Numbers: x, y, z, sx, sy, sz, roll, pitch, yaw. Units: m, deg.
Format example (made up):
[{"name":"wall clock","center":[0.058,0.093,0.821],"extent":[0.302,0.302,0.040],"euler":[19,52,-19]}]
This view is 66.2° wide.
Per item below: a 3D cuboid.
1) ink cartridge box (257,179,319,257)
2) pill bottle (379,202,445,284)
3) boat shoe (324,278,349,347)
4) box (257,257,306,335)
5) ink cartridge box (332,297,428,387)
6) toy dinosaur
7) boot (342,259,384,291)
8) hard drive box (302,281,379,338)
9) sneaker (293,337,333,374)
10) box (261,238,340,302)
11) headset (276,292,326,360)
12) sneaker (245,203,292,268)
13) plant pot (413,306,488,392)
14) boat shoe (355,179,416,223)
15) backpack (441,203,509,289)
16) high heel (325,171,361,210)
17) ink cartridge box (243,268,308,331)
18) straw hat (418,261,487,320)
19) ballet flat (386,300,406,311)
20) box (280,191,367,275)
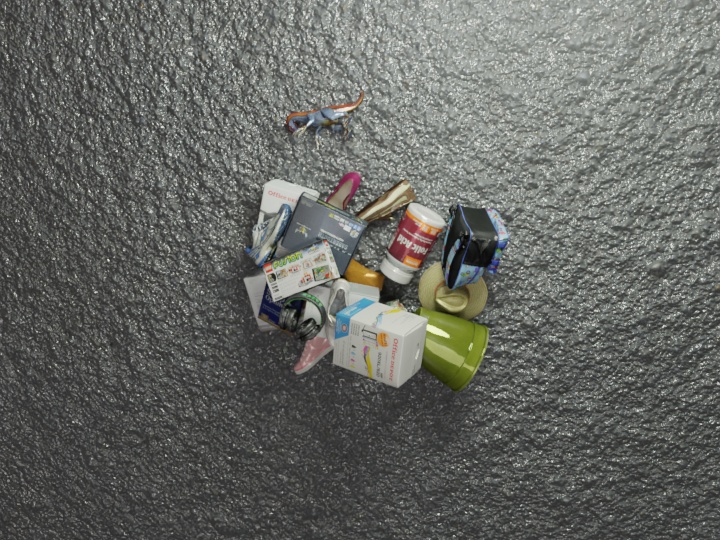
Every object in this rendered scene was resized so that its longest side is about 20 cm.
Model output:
[{"name":"ink cartridge box","center":[-0.213,-0.141,1.580],"extent":[0.143,0.084,0.202],"euler":[17,110,6]},{"name":"pill bottle","center":[0.138,-0.071,1.514],"extent":[0.113,0.114,0.202],"euler":[28,111,1]},{"name":"boat shoe","center":[-0.064,0.126,1.491],"extent":[0.070,0.069,0.203],"euler":[2,109,-1]},{"name":"box","center":[-0.218,0.076,1.572],"extent":[0.120,0.032,0.202],"euler":[26,117,13]},{"name":"ink cartridge box","center":[0.051,0.183,1.428],"extent":[0.198,0.144,0.149],"euler":[15,111,28]},{"name":"toy dinosaur","center":[-0.107,-0.407,1.498],"extent":[0.180,0.105,0.202],"euler":[24,74,16]},{"name":"boot","center":[0.000,0.001,1.598],"extent":[0.142,0.071,0.204],"euler":[5,112,4]},{"name":"hard drive box","center":[-0.057,0.115,1.564],"extent":[0.197,0.077,0.158],"euler":[12,109,-2]},{"name":"sneaker","center":[-0.149,0.223,1.690],"extent":[0.200,0.075,0.105],"euler":[-40,101,13]},{"name":"box","center":[-0.163,0.001,1.489],"extent":[0.198,0.035,0.111],"euler":[-20,86,21]},{"name":"headset","center":[-0.173,0.154,1.492],"extent":[0.123,0.094,0.201],"euler":[30,120,0]},{"name":"sneaker","center":[-0.260,-0.105,1.518],"extent":[0.085,0.077,0.201],"euler":[33,112,3]},{"name":"plant pot","center":[0.220,0.201,1.529],"extent":[0.191,0.201,0.202],"euler":[27,111,-5]},{"name":"boat shoe","center":[0.064,-0.163,1.523],"extent":[0.201,0.075,0.075],"euler":[-34,105,19]},{"name":"backpack","center":[0.289,-0.049,1.460],"extent":[0.133,0.183,0.202],"euler":[6,123,-8]},{"name":"high heel","center":[-0.063,-0.185,1.528],"extent":[0.067,0.096,0.200],"euler":[40,111,-3]},{"name":"ink cartridge box","center":[-0.225,0.076,1.654],"extent":[0.197,0.084,0.178],"euler":[-8,108,14]},{"name":"straw hat","center":[0.258,0.074,1.552],"extent":[0.198,0.085,0.204],"euler":[4,109,10]},{"name":"ballet flat","center":[0.135,0.178,1.623],"extent":[0.075,0.064,0.201],"euler":[-37,98,21]},{"name":"box","center":[-0.100,-0.100,1.506],"extent":[0.198,0.051,0.159],"euler":[26,112,-2]}]
